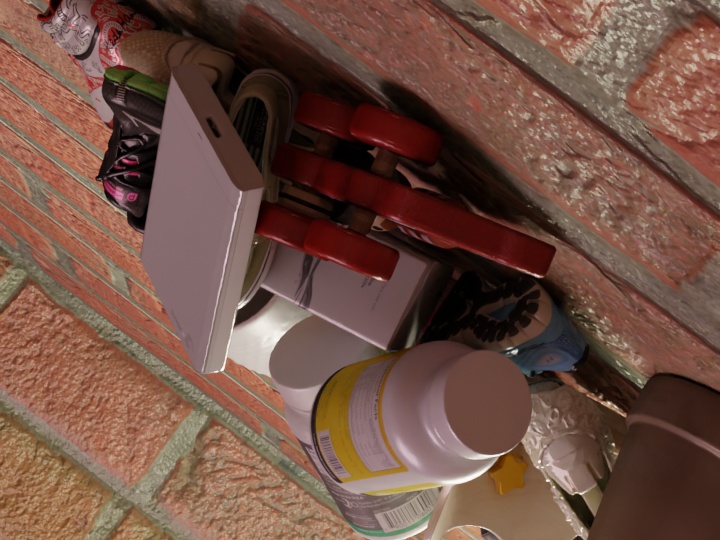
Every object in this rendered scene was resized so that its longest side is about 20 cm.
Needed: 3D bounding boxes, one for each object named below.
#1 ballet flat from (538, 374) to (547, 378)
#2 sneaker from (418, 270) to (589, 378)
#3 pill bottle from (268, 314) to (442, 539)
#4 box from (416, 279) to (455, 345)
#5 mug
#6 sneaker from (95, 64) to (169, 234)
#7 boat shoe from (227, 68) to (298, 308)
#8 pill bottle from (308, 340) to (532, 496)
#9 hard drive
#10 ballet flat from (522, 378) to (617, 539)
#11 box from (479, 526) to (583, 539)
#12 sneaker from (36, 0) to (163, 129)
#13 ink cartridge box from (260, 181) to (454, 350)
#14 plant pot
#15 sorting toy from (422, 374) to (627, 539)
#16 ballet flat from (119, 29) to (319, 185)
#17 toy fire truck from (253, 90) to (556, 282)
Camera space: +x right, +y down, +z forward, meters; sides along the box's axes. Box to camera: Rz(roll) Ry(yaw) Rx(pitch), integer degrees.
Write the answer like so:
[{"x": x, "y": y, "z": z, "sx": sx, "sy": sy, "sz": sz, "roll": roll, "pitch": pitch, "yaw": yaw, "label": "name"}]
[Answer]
[{"x": 0.183, "y": 0.148, "z": 1.899, "sx": 0.074, "sy": 0.074, "sz": 0.200, "roll": 26, "pitch": 162, "yaw": 45, "label": "ballet flat"}, {"x": 0.117, "y": 0.057, "z": 1.676, "sx": 0.090, "sy": 0.079, "sz": 0.200, "roll": 37, "pitch": 170, "yaw": -19, "label": "sneaker"}, {"x": 0.001, "y": 0.137, "z": 1.832, "sx": 0.113, "sy": 0.113, "sz": 0.200, "roll": 25, "pitch": 151, "yaw": 47, "label": "pill bottle"}, {"x": 0.000, "y": 0.000, "z": 1.809, "sx": 0.200, "sy": 0.075, "sz": 0.050, "roll": 37, "pitch": 169, "yaw": 9, "label": "box"}, {"x": -0.086, "y": 0.008, "z": 1.987, "sx": 0.175, "sy": 0.147, "sz": 0.200, "roll": 40, "pitch": -159, "yaw": -50, "label": "mug"}, {"x": -0.165, "y": -0.088, "z": 1.615, "sx": 0.077, "sy": 0.084, "sz": 0.200, "roll": 25, "pitch": 157, "yaw": 19, "label": "sneaker"}, {"x": -0.097, "y": -0.058, "z": 1.587, "sx": 0.072, "sy": 0.201, "sz": 0.062, "roll": 17, "pitch": -158, "yaw": 12, "label": "boat shoe"}, {"x": 0.049, "y": 0.116, "z": 1.636, "sx": 0.112, "sy": 0.112, "sz": 0.200, "roll": 41, "pitch": 154, "yaw": -17, "label": "pill bottle"}, {"x": -0.121, "y": -0.036, "z": 1.549, "sx": 0.132, "sy": 0.026, "sz": 0.200, "roll": 60, "pitch": 149, "yaw": 34, "label": "hard drive"}, {"x": 0.184, "y": 0.167, "z": 1.673, "sx": 0.072, "sy": 0.072, "sz": 0.200, "roll": 26, "pitch": 157, "yaw": 45, "label": "ballet flat"}, {"x": 0.161, "y": 0.207, "z": 1.934, "sx": 0.161, "sy": 0.049, "sz": 0.200, "roll": 43, "pitch": -155, "yaw": -33, "label": "box"}, {"x": -0.220, "y": -0.189, "z": 1.752, "sx": 0.108, "sy": 0.067, "sz": 0.201, "roll": 39, "pitch": 165, "yaw": -5, "label": "sneaker"}, {"x": -0.035, "y": -0.013, "z": 1.697, "sx": 0.199, "sy": 0.084, "sz": 0.146, "roll": 27, "pitch": -177, "yaw": 10, "label": "ink cartridge box"}, {"x": 0.258, "y": 0.208, "z": 1.600, "sx": 0.200, "sy": 0.174, "sz": 0.200, "roll": 36, "pitch": 168, "yaw": 9, "label": "plant pot"}, {"x": 0.132, "y": 0.184, "z": 1.759, "sx": 0.199, "sy": 0.181, "sz": 0.107, "roll": 23, "pitch": -171, "yaw": -34, "label": "sorting toy"}, {"x": -0.097, "y": -0.139, "z": 1.627, "sx": 0.200, "sy": 0.068, "sz": 0.062, "roll": 34, "pitch": 141, "yaw": -1, "label": "ballet flat"}, {"x": 0.027, "y": -0.046, "z": 1.499, "sx": 0.167, "sy": 0.113, "sz": 0.200, "roll": 22, "pitch": 179, "yaw": -32, "label": "toy fire truck"}]
